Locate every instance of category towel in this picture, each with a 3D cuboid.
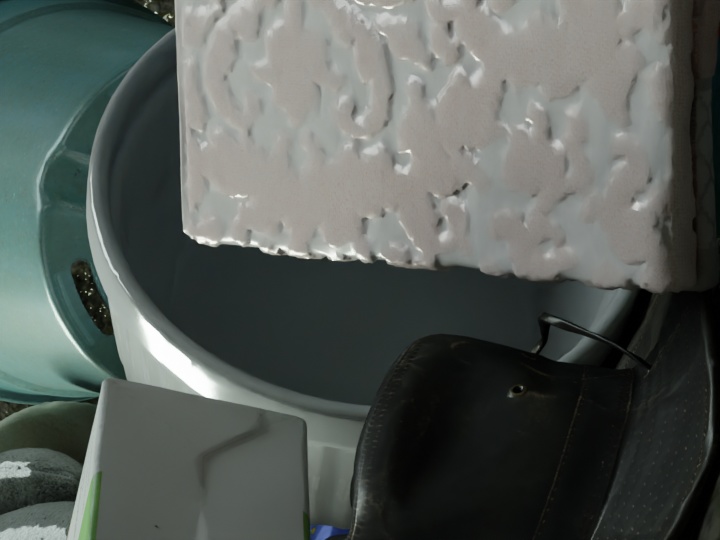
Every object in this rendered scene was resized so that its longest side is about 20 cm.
[{"bbox_3d":[0.020,-0.094,0.657,0.032,0.200,0.191,-11,-76,-45],"label":"towel"}]

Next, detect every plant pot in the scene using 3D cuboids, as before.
[{"bbox_3d":[-0.100,-0.026,1.012,0.196,0.200,0.200,12,78,62],"label":"plant pot"}]

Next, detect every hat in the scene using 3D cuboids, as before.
[{"bbox_3d":[0.033,0.067,0.658,0.201,0.081,0.201,-156,90,-88],"label":"hat"}]

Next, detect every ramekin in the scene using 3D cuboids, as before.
[{"bbox_3d":[0.000,0.000,0.851,0.105,0.200,0.200,98,-169,-53],"label":"ramekin"}]

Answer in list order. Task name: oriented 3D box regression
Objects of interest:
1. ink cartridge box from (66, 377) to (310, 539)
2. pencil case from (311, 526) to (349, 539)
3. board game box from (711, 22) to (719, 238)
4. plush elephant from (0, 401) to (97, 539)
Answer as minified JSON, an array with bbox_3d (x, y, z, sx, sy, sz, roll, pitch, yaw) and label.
[{"bbox_3d":[-0.069,0.149,0.704,0.117,0.067,0.200,-95,18,-60],"label":"ink cartridge box"},{"bbox_3d":[0.001,0.125,1.023,0.087,0.078,0.200,87,-157,-71],"label":"pencil case"},{"bbox_3d":[0.049,-0.121,0.679,0.045,0.152,0.200,-12,-68,-47],"label":"board game box"},{"bbox_3d":[-0.110,0.135,0.930,0.155,0.200,0.165,-29,-66,-57],"label":"plush elephant"}]
